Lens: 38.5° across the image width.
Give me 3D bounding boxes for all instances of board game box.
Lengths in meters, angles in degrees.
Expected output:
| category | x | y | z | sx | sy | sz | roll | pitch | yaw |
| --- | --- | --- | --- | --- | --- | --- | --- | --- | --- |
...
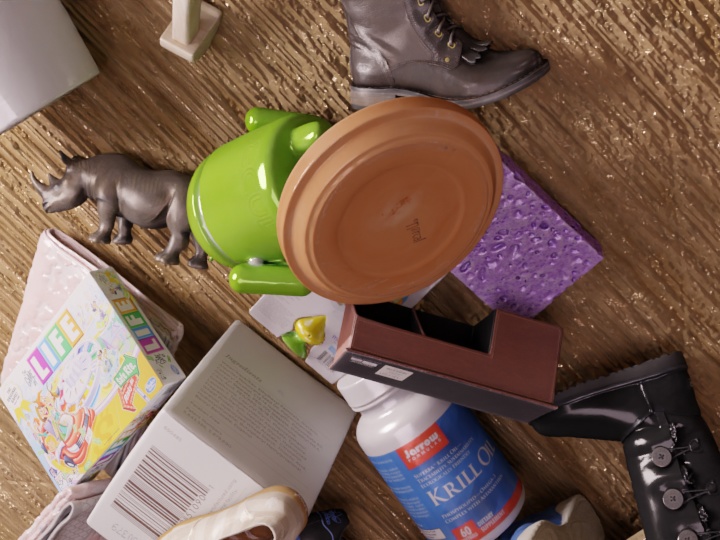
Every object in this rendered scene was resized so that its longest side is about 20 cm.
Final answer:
| category | x | y | z | sx | sy | sz | roll | pitch | yaw |
| --- | --- | --- | --- | --- | --- | --- | --- | --- | --- |
| board game box | -0.270 | 0.113 | 1.021 | 0.200 | 0.034 | 0.135 | -46 | 74 | 29 |

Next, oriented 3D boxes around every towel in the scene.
| category | x | y | z | sx | sy | sz | roll | pitch | yaw |
| --- | --- | --- | --- | --- | --- | --- | --- | --- | --- |
| towel | -0.289 | 0.089 | 1.079 | 0.190 | 0.032 | 0.202 | 34 | 116 | 19 |
| towel | -0.287 | 0.287 | 1.120 | 0.200 | 0.190 | 0.032 | -46 | 63 | 26 |

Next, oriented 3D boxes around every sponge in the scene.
| category | x | y | z | sx | sy | sz | roll | pitch | yaw |
| --- | --- | --- | --- | --- | --- | --- | --- | --- | --- |
| sponge | 0.115 | -0.042 | 0.932 | 0.199 | 0.030 | 0.111 | 40 | 116 | -19 |

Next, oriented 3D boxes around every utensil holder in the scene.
| category | x | y | z | sx | sy | sz | roll | pitch | yaw |
| --- | --- | --- | --- | --- | --- | --- | --- | --- | --- |
| utensil holder | -0.353 | -0.226 | 0.927 | 0.168 | 0.170 | 0.202 | -24 | 108 | 22 |

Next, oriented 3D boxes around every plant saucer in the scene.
| category | x | y | z | sx | sy | sz | roll | pitch | yaw |
| --- | --- | --- | --- | --- | --- | --- | --- | --- | --- |
| plant saucer | 0.029 | -0.048 | 0.850 | 0.197 | 0.033 | 0.202 | -14 | 135 | -14 |

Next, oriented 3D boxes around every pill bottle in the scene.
| category | x | y | z | sx | sy | sz | roll | pitch | yaw |
| --- | --- | --- | --- | --- | --- | --- | --- | --- | --- |
| pill bottle | 0.065 | 0.169 | 1.010 | 0.111 | 0.112 | 0.201 | -32 | 101 | 24 |

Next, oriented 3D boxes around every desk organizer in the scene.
| category | x | y | z | sx | sy | sz | roll | pitch | yaw |
| --- | --- | --- | --- | --- | --- | --- | --- | --- | --- |
| desk organizer | 0.079 | 0.071 | 0.936 | 0.197 | 0.078 | 0.072 | 16 | 159 | -9 |

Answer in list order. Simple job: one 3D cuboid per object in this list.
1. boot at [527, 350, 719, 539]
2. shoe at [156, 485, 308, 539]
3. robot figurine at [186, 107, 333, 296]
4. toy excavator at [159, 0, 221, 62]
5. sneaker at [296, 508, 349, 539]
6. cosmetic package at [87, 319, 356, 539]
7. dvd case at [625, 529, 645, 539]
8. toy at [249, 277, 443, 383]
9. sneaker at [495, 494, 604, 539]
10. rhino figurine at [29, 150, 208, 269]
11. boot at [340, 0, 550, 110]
| category | x | y | z | sx | sy | sz | roll | pitch | yaw |
| --- | --- | --- | --- | --- | --- | --- | --- | --- | --- |
| boot | 0.254 | 0.196 | 0.943 | 0.163 | 0.065 | 0.203 | -24 | 70 | 22 |
| shoe | -0.132 | 0.251 | 0.904 | 0.199 | 0.053 | 0.070 | -35 | 99 | 24 |
| robot figurine | -0.078 | -0.068 | 0.921 | 0.198 | 0.115 | 0.179 | -17 | 64 | 45 |
| toy excavator | -0.126 | -0.291 | 0.867 | 0.099 | 0.194 | 0.202 | 28 | 88 | 1 |
| sneaker | -0.040 | 0.344 | 1.136 | 0.077 | 0.070 | 0.202 | -15 | 129 | -14 |
| cosmetic package | -0.130 | 0.191 | 1.021 | 0.164 | 0.200 | 0.166 | 37 | 116 | -2 |
| dvd case | 0.293 | 0.305 | 1.026 | 0.148 | 0.016 | 0.200 | 32 | 119 | -32 |
| toy | 0.000 | 0.000 | 0.986 | 0.115 | 0.047 | 0.200 | 41 | 98 | -20 |
| sneaker | 0.158 | 0.281 | 0.989 | 0.111 | 0.199 | 0.077 | -35 | 82 | 24 |
| rhino figurine | -0.235 | -0.069 | 1.017 | 0.197 | 0.060 | 0.089 | 17 | 96 | 8 |
| boot | 0.056 | -0.229 | 0.872 | 0.197 | 0.069 | 0.177 | -2 | 112 | 17 |
